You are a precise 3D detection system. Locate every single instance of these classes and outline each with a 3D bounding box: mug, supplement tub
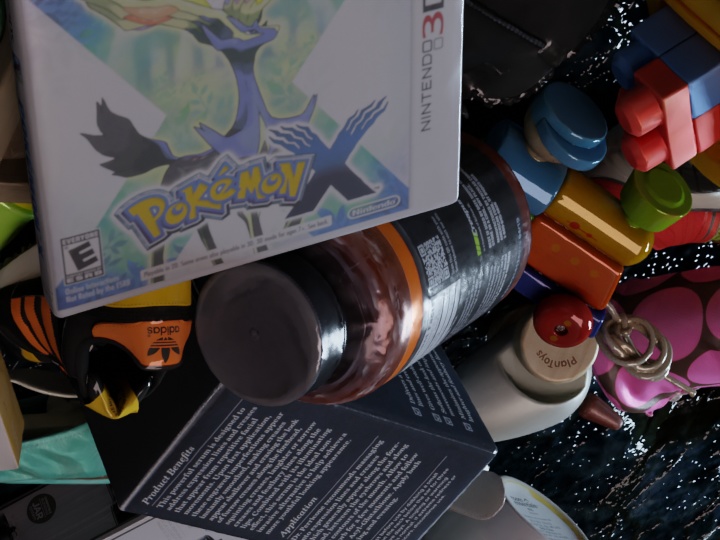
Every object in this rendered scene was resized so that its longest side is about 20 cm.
[{"bbox_3d":[0.077,0.215,1.380,0.149,0.187,0.154,34,104,-11],"label":"mug"},{"bbox_3d":[0.000,0.000,1.013,0.200,0.107,0.107,-30,155,-55],"label":"supplement tub"}]

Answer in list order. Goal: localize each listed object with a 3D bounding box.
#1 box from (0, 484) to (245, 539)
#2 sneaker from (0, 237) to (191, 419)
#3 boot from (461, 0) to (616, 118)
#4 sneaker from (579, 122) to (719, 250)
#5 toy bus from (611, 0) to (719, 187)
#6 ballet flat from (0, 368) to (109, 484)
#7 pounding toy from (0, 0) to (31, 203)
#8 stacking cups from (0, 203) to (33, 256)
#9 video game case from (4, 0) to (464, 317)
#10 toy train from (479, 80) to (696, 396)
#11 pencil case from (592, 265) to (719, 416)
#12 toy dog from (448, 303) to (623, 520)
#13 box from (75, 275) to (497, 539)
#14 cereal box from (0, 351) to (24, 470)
[{"bbox_3d":[-0.146,0.170,1.243,0.199,0.060,0.117,-27,139,-2],"label":"box"},{"bbox_3d":[-0.134,0.033,0.997,0.069,0.091,0.200,0,163,-26],"label":"sneaker"},{"bbox_3d":[0.076,-0.172,1.014,0.198,0.074,0.162,-39,136,21],"label":"boot"},{"bbox_3d":[0.202,-0.045,1.226,0.199,0.078,0.085,15,144,-37],"label":"sneaker"},{"bbox_3d":[0.216,-0.107,1.086,0.191,0.136,0.201,-35,141,-8],"label":"toy bus"},{"bbox_3d":[-0.217,0.089,1.133,0.198,0.067,0.071,-6,110,-24],"label":"ballet flat"},{"bbox_3d":[-0.118,-0.142,0.913,0.198,0.143,0.185,1,141,-31],"label":"pounding toy"},{"bbox_3d":[-0.211,-0.010,1.036,0.060,0.061,0.200,22,122,-41],"label":"stacking cups"},{"bbox_3d":[-0.047,-0.080,0.866,0.198,0.022,0.184,-16,131,-19],"label":"video game case"},{"bbox_3d":[0.143,-0.015,1.128,0.199,0.085,0.116,33,132,-13],"label":"toy train"},{"bbox_3d":[0.243,0.038,1.239,0.199,0.091,0.094,-9,117,33],"label":"pencil case"},{"bbox_3d":[0.080,0.104,1.231,0.200,0.132,0.096,-43,94,16],"label":"toy dog"},{"bbox_3d":[-0.048,0.062,1.122,0.199,0.149,0.107,21,120,-40],"label":"box"},{"bbox_3d":[-0.279,0.049,1.012,0.198,0.040,0.145,-8,129,5],"label":"cereal box"}]
